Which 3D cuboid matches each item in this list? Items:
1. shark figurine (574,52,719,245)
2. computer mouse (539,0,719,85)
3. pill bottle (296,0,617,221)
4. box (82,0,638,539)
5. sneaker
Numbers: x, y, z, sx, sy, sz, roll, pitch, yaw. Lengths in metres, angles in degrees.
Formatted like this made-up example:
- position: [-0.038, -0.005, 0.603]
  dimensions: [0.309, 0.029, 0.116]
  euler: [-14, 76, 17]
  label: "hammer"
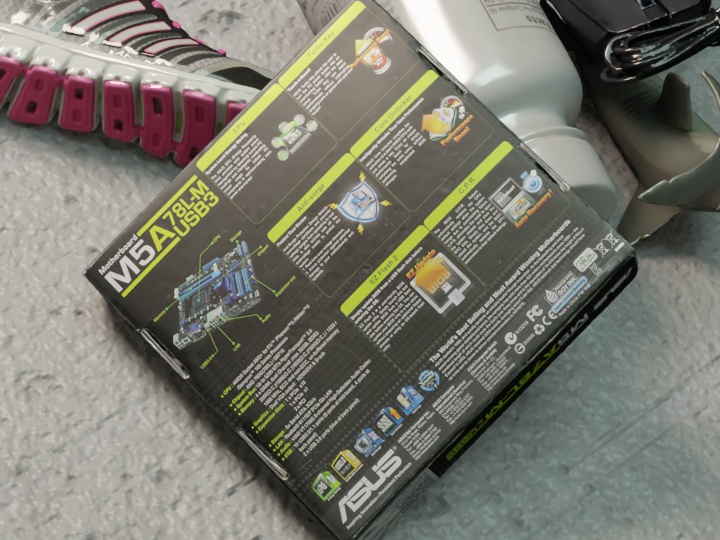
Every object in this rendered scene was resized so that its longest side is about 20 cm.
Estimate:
- position: [0.165, -0.045, 1.355]
  dimensions: [0.089, 0.215, 0.128]
  euler: [-44, 109, 3]
  label: "shark figurine"
- position: [0.168, -0.152, 1.360]
  dimensions: [0.140, 0.200, 0.046]
  euler: [-20, 105, -4]
  label: "computer mouse"
- position: [0.051, -0.099, 1.346]
  dimensions: [0.114, 0.115, 0.201]
  euler: [-15, 64, -25]
  label: "pill bottle"
- position: [0.000, 0.000, 1.250]
  dimensions: [0.200, 0.048, 0.193]
  euler: [-46, 73, -2]
  label: "box"
- position: [-0.113, -0.114, 1.331]
  dimensions: [0.199, 0.074, 0.088]
  euler: [13, 60, -2]
  label: "sneaker"
